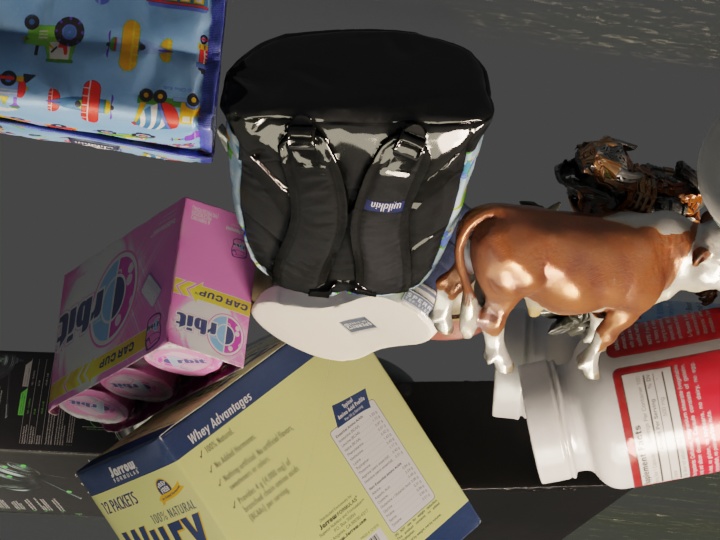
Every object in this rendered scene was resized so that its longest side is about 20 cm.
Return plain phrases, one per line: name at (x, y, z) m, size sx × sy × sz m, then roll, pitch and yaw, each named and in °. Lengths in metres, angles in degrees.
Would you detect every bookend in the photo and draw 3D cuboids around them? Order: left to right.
bookend at (0.096, 0.166, 1.860) m, size 0.199 × 0.092 × 0.200 m, roll 0°, pitch 158°, yaw -18°

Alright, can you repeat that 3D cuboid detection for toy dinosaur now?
toy dinosaur at (0.183, -0.018, 1.491) m, size 0.136 × 0.102 × 0.200 m, roll -28°, pitch 121°, yaw 24°

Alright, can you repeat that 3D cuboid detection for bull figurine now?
bull figurine at (0.141, 0.006, 1.408) m, size 0.200 × 0.065 × 0.121 m, roll 9°, pitch 121°, yaw -21°

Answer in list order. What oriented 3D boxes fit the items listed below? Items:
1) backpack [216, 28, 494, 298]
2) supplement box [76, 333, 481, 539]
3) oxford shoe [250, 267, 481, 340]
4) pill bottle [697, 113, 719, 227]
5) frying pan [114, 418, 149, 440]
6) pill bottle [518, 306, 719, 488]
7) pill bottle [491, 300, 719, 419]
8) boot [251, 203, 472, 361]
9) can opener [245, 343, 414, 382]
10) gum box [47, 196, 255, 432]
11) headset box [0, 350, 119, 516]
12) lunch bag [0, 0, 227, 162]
backpack at (-0.005, -0.062, 1.383) m, size 0.163 × 0.154 × 0.200 m, roll 0°, pitch 135°, yaw -1°
supplement box at (-0.059, 0.167, 1.660) m, size 0.134 × 0.200 × 0.200 m, roll -26°, pitch 98°, yaw 53°
oxford shoe at (0.000, 0.000, 1.615) m, size 0.200 × 0.070 × 0.075 m, roll 2°, pitch 123°, yaw 21°
pill bottle at (0.294, -0.030, 1.406) m, size 0.113 × 0.113 × 0.200 m, roll -7°, pitch 153°, yaw 25°
frying pan at (-0.107, 0.120, 1.778) m, size 0.190 × 0.031 × 0.115 m, roll 18°, pitch 112°, yaw -16°
pill bottle at (0.215, 0.088, 1.550) m, size 0.200 × 0.112 × 0.112 m, roll -11°, pitch 154°, yaw 6°
pill bottle at (0.200, 0.074, 1.660) m, size 0.200 × 0.109 × 0.109 m, roll 4°, pitch 156°, yaw 3°
boot at (0.007, 0.005, 1.540) m, size 0.073 × 0.090 × 0.200 m, roll 43°, pitch 154°, yaw -26°
can opener at (-0.057, 0.081, 1.814) m, size 0.200 × 0.053 × 0.066 m, roll 12°, pitch 120°, yaw -18°
gum box at (-0.157, 0.037, 1.640) m, size 0.066 × 0.114 × 0.200 m, roll 19°, pitch 152°, yaw -29°
headset box at (-0.260, 0.142, 1.918) m, size 0.200 × 0.093 × 0.174 m, roll 1°, pitch 156°, yaw 9°
lunch bag at (-0.161, -0.113, 1.369) m, size 0.150 × 0.094 × 0.200 m, roll 7°, pitch 168°, yaw -3°
